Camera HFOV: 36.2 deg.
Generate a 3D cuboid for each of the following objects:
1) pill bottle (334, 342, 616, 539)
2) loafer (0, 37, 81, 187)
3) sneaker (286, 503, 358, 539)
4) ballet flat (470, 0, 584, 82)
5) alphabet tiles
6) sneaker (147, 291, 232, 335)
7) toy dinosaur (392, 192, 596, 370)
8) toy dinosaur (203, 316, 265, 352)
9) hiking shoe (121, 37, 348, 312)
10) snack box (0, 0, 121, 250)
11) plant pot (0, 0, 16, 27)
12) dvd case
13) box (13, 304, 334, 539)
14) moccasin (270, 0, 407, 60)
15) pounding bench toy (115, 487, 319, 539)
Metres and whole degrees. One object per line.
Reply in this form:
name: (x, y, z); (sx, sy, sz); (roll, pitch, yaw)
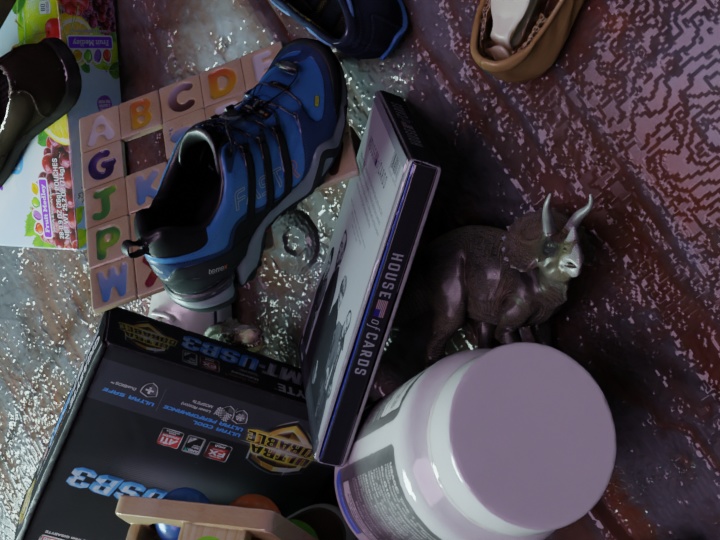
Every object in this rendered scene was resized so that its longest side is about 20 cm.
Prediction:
pill bottle: (0.061, 0.111, 0.644); (0.115, 0.113, 0.200); (64, 158, 8)
loafer: (-0.298, -0.114, 0.848); (0.199, 0.071, 0.074); (-36, 79, 33)
sneaker: (-0.053, 0.254, 0.829); (0.073, 0.084, 0.201); (39, 108, 27)
ballet flat: (0.118, -0.200, 0.628); (0.068, 0.063, 0.202); (31, 115, 26)
alphabet tiles: (-0.102, -0.073, 0.759); (0.197, 0.008, 0.169); (-19, 58, 9)
sneaker: (-0.150, 0.067, 0.861); (0.072, 0.070, 0.203); (15, 107, 32)
toy dinosaur: (0.081, 0.011, 0.699); (0.199, 0.076, 0.104); (-5, 90, 48)
toy dinosaur: (-0.128, 0.110, 0.828); (0.200, 0.088, 0.048); (-44, 36, 15)
hiking shoe: (-0.070, -0.073, 0.692); (0.074, 0.087, 0.202); (16, 69, 26)
snack box: (-0.277, -0.123, 0.917); (0.167, 0.067, 0.203); (5, 101, 34)
plant pot: (-0.315, -0.251, 0.809); (0.185, 0.187, 0.203); (0, 77, 35)
dvd case: (0.000, 0.000, 0.710); (0.024, 0.151, 0.202); (13, 112, -13)
box: (-0.125, 0.142, 0.797); (0.200, 0.198, 0.050); (-60, 22, 25)
moccasin: (-0.048, -0.220, 0.737); (0.200, 0.068, 0.081); (42, 120, 21)
pounding bench toy: (-0.060, 0.228, 0.696); (0.197, 0.124, 0.158); (-1, 61, 28)
